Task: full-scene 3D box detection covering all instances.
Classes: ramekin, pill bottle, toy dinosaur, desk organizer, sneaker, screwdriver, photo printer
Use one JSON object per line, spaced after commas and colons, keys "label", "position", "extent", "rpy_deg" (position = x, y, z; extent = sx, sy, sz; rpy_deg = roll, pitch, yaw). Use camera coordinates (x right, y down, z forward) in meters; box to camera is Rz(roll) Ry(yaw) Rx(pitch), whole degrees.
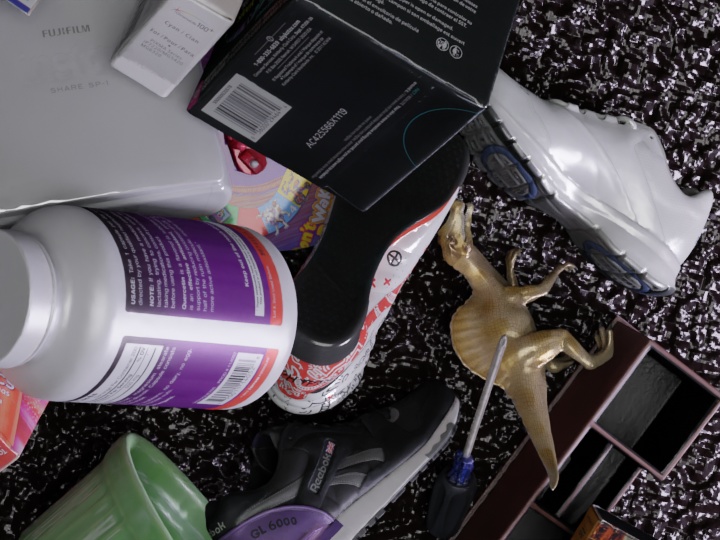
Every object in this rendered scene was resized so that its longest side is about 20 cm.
{"label": "ramekin", "position": [-0.122, 0.207, 1.648], "extent": [0.098, 0.200, 0.200], "rpy_deg": [-36, 103, 4]}
{"label": "pill bottle", "position": [-0.139, 0.022, 1.567], "extent": [0.200, 0.112, 0.113], "rpy_deg": [7, 98, -46]}
{"label": "toy dinosaur", "position": [0.105, 0.051, 1.717], "extent": [0.101, 0.058, 0.201], "rpy_deg": [-9, 68, -32]}
{"label": "desk organizer", "position": [0.142, 0.134, 1.745], "extent": [0.072, 0.077, 0.200], "rpy_deg": [37, 90, -13]}
{"label": "sneaker", "position": [-0.016, 0.117, 1.683], "extent": [0.088, 0.076, 0.200], "rpy_deg": [48, 53, -3]}
{"label": "sneaker", "position": [-0.001, 0.000, 1.707], "extent": [0.067, 0.108, 0.202], "rpy_deg": [27, 55, 6]}
{"label": "screwdriver", "position": [0.066, 0.106, 1.690], "extent": [0.029, 0.200, 0.028], "rpy_deg": [-25, 59, -24]}
{"label": "photo printer", "position": [-0.177, -0.120, 1.620], "extent": [0.166, 0.069, 0.201], "rpy_deg": [-9, 72, -16]}
{"label": "sneaker", "position": [0.141, -0.070, 1.730], "extent": [0.200, 0.074, 0.087], "rpy_deg": [41, 77, -20]}

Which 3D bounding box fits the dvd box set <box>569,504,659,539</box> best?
{"label": "dvd box set", "position": [0.157, 0.267, 1.726], "extent": [0.146, 0.029, 0.200], "rpy_deg": [30, 102, -12]}

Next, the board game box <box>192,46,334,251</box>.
{"label": "board game box", "position": [-0.048, -0.108, 1.693], "extent": [0.158, 0.039, 0.201], "rpy_deg": [26, 93, -13]}

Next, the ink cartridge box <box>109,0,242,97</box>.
{"label": "ink cartridge box", "position": [-0.064, -0.221, 1.563], "extent": [0.045, 0.176, 0.200], "rpy_deg": [30, 52, -14]}

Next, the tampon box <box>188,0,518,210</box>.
{"label": "tampon box", "position": [0.010, -0.169, 1.590], "extent": [0.126, 0.150, 0.200], "rpy_deg": [29, 55, -15]}

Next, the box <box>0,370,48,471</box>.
{"label": "box", "position": [-0.283, 0.101, 1.604], "extent": [0.200, 0.103, 0.095], "rpy_deg": [-36, 106, 27]}

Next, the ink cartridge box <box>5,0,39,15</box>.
{"label": "ink cartridge box", "position": [-0.183, -0.242, 1.604], "extent": [0.099, 0.039, 0.200], "rpy_deg": [35, 66, 0]}
